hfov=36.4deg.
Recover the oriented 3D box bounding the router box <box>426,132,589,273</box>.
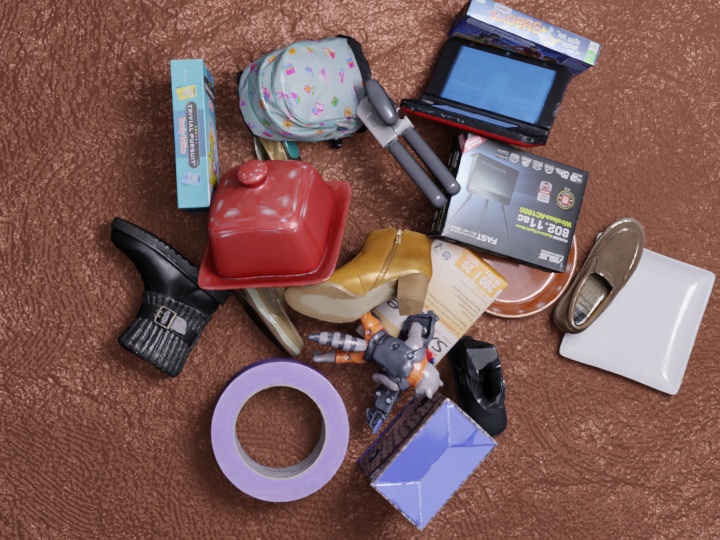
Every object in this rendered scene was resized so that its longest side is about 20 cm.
[{"bbox_3d":[0.209,-0.093,1.547,0.199,0.062,0.151,15,86,-14],"label":"router box"}]

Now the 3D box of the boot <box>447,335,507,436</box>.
[{"bbox_3d":[0.181,0.175,1.572,0.065,0.200,0.166,-25,92,-6],"label":"boot"}]

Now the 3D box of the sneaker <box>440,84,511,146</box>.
[{"bbox_3d":[0.209,-0.199,1.629,0.112,0.071,0.200,-35,77,-6],"label":"sneaker"}]

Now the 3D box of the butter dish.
[{"bbox_3d":[-0.129,-0.086,1.481,0.199,0.148,0.200,-2,48,15],"label":"butter dish"}]

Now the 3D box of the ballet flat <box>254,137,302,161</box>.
[{"bbox_3d":[-0.111,-0.150,1.621,0.063,0.069,0.201,-22,90,22],"label":"ballet flat"}]

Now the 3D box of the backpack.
[{"bbox_3d":[-0.076,-0.258,1.553,0.199,0.126,0.168,-16,87,-41],"label":"backpack"}]

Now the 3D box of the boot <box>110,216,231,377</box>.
[{"bbox_3d":[-0.308,0.038,1.581,0.211,0.079,0.158,38,86,-5],"label":"boot"}]

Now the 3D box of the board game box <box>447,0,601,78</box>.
[{"bbox_3d":[0.238,-0.338,1.614,0.199,0.135,0.035,20,87,-7],"label":"board game box"}]

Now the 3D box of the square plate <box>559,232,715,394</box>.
[{"bbox_3d":[0.424,0.066,1.687,0.199,0.028,0.199,19,88,-6],"label":"square plate"}]

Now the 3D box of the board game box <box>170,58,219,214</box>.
[{"bbox_3d":[-0.232,-0.185,1.553,0.047,0.151,0.201,-3,90,-2],"label":"board game box"}]

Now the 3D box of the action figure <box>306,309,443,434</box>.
[{"bbox_3d":[0.020,0.138,1.542,0.193,0.105,0.201,22,101,13],"label":"action figure"}]

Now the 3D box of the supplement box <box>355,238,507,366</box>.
[{"bbox_3d":[0.104,0.050,1.609,0.126,0.074,0.200,40,98,-2],"label":"supplement box"}]

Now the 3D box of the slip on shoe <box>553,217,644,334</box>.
[{"bbox_3d":[0.362,0.008,1.635,0.076,0.061,0.200,40,85,-3],"label":"slip on shoe"}]

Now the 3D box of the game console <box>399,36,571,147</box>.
[{"bbox_3d":[0.180,-0.258,1.557,0.199,0.172,0.119,18,103,16],"label":"game console"}]

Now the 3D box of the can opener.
[{"bbox_3d":[0.060,-0.172,1.501,0.053,0.066,0.200,-39,74,8],"label":"can opener"}]

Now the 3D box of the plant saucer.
[{"bbox_3d":[0.228,-0.029,1.664,0.199,0.032,0.202,0,91,-6],"label":"plant saucer"}]

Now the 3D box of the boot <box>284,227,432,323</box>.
[{"bbox_3d":[0.001,0.000,1.526,0.200,0.144,0.071,2,132,3],"label":"boot"}]

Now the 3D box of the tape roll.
[{"bbox_3d":[-0.118,0.230,1.599,0.199,0.085,0.201,0,90,-7],"label":"tape roll"}]

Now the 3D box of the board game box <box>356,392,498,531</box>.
[{"bbox_3d":[0.090,0.261,1.562,0.097,0.200,0.160,43,85,-3],"label":"board game box"}]

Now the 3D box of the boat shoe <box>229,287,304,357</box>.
[{"bbox_3d":[-0.137,0.033,1.608,0.076,0.072,0.200,-38,94,-18],"label":"boat shoe"}]
